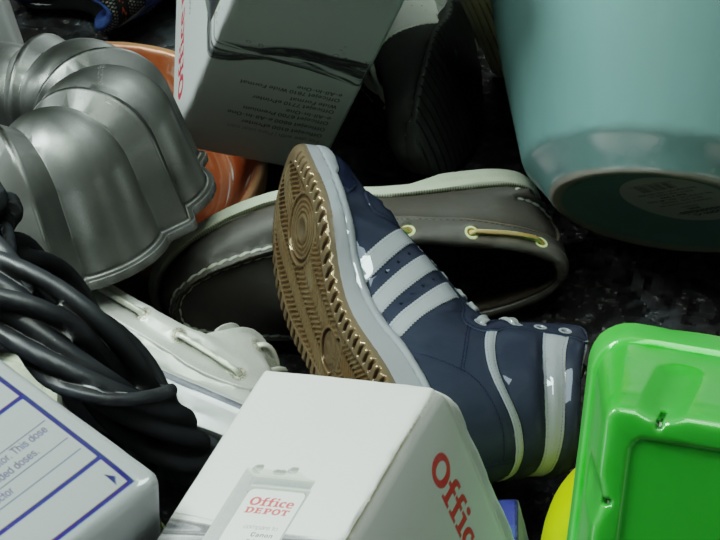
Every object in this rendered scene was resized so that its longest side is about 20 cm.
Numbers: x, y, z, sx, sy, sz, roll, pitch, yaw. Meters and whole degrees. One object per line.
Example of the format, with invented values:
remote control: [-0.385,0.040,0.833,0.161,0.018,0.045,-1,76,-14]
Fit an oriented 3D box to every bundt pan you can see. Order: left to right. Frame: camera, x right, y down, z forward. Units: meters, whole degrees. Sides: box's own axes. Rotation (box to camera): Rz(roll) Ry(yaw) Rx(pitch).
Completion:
bundt pan: [-0.172,-0.051,1.195,0.201,0.076,0.202,-11,26,5]

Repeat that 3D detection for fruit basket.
fruit basket: [0.138,0.125,1.016,0.155,0.216,0.216,8,44,14]

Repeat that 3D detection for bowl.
bowl: [0.152,-0.076,1.217,0.200,0.201,0.106,7,73,13]

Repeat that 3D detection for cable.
cable: [-0.114,0.036,1.011,0.051,0.163,0.200,-41,22,-5]

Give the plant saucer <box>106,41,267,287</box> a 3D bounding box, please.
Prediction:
plant saucer: [-0.146,-0.045,1.307,0.199,0.032,0.201,-3,42,2]

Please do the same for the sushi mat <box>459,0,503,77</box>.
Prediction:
sushi mat: [0.095,-0.133,1.271,0.095,0.200,0.012,8,74,16]

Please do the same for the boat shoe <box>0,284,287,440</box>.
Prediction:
boat shoe: [-0.065,0.056,1.144,0.199,0.072,0.066,22,63,19]

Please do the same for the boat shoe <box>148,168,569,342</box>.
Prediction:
boat shoe: [0.000,0.000,1.215,0.200,0.072,0.061,-12,39,-11]

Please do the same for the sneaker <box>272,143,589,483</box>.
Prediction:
sneaker: [0.032,0.021,1.136,0.108,0.070,0.201,-1,45,-22]

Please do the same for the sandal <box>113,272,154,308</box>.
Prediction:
sandal: [-0.185,0.051,1.184,0.200,0.076,0.048,-35,24,-27]

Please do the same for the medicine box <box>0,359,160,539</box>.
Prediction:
medicine box: [-0.202,0.107,0.922,0.200,0.103,0.182,33,52,29]

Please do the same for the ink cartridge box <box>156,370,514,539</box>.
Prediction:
ink cartridge box: [-0.022,0.157,0.908,0.082,0.147,0.200,5,46,32]

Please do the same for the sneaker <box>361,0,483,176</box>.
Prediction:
sneaker: [0.017,-0.116,1.349,0.088,0.074,0.201,-10,39,15]

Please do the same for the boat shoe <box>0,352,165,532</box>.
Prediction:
boat shoe: [-0.133,0.097,1.080,0.072,0.060,0.202,-40,34,-8]

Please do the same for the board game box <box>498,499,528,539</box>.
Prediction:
board game box: [-0.029,0.189,1.019,0.198,0.041,0.201,-9,42,9]

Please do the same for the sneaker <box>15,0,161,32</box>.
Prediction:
sneaker: [-0.188,-0.193,1.441,0.199,0.076,0.078,21,52,28]

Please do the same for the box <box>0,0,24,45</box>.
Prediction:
box: [-0.283,-0.127,1.322,0.199,0.107,0.153,-19,37,-3]

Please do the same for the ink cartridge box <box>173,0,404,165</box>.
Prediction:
ink cartridge box: [-0.029,-0.167,1.245,0.083,0.200,0.146,9,55,-15]
